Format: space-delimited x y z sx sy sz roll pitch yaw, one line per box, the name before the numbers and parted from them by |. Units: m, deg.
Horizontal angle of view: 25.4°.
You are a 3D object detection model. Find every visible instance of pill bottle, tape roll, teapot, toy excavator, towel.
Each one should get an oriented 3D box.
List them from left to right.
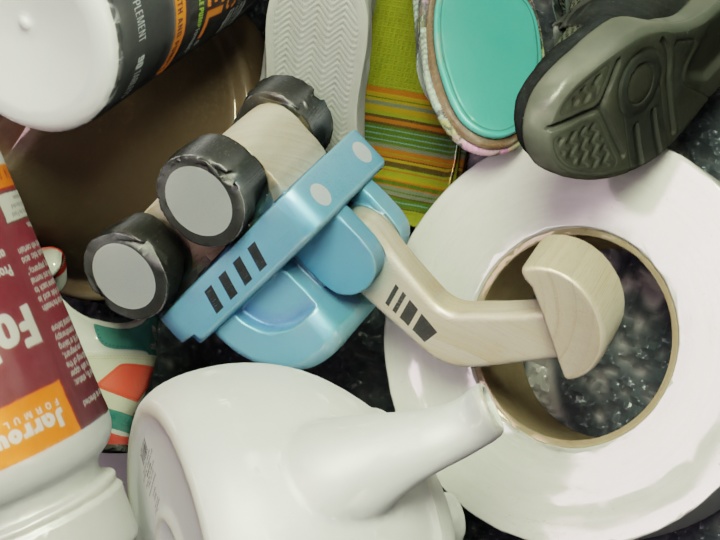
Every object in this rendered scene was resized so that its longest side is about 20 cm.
pill bottle | -0.186 0.051 0.752 0.114 0.114 0.201 -20 95 22
pill bottle | -0.108 -0.154 0.778 0.106 0.200 0.107 15 125 22
teapot | -0.021 0.133 0.754 0.200 0.145 0.199 -153 57 -64
toy excavator | 0.000 0.000 0.762 0.200 0.100 0.194 46 127 -4
towel | 0.028 -0.125 0.879 0.086 0.018 0.201 10 89 25
tape roll | 0.114 0.035 0.791 0.201 0.071 0.204 -3 84 25

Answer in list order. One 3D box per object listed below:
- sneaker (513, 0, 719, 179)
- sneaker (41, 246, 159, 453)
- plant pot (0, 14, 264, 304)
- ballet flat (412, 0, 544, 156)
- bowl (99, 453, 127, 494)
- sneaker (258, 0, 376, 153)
sneaker | 0.113 -0.113 0.762 0.114 0.199 0.077 20 138 34
sneaker | -0.200 0.024 0.848 0.199 0.070 0.094 22 82 0
plant pot | -0.165 -0.087 0.882 0.199 0.174 0.202 -3 82 25
ballet flat | 0.051 -0.139 0.825 0.071 0.069 0.201 136 134 -58
bowl | -0.187 0.180 0.919 0.199 0.075 0.201 -4 83 26
sneaker | -0.025 -0.090 0.862 0.073 0.116 0.201 12 123 -2
